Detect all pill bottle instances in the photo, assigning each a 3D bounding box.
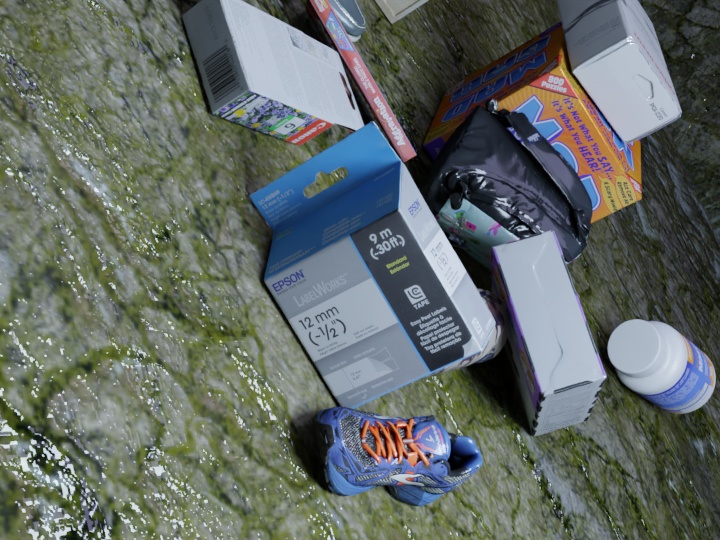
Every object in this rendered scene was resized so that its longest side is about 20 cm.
[{"bbox_3d":[0.453,0.142,1.558,0.200,0.112,0.113,30,42,-48],"label":"pill bottle"}]

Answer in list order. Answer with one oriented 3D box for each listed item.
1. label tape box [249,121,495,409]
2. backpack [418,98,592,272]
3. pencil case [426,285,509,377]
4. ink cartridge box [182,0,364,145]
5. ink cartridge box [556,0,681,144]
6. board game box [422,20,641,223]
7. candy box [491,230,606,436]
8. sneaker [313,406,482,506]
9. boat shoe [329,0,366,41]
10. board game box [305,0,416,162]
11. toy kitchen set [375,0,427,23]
[{"bbox_3d":[0.000,0.000,0.857,0.201,0.143,0.066,58,27,-10],"label":"label tape box"},{"bbox_3d":[0.175,-0.078,1.216,0.200,0.127,0.167,37,61,-8],"label":"backpack"},{"bbox_3d":[0.078,0.056,1.017,0.200,0.077,0.090,-2,82,-60],"label":"pencil case"},{"bbox_3d":[-0.077,-0.183,0.990,0.200,0.050,0.109,12,55,-58],"label":"ink cartridge box"},{"bbox_3d":[0.321,-0.281,1.293,0.146,0.085,0.201,42,31,-35],"label":"ink cartridge box"},{"bbox_3d":[0.231,-0.170,1.348,0.200,0.199,0.200,53,29,-17],"label":"board game box"},{"bbox_3d":[0.201,0.075,1.131,0.200,0.071,0.169,72,2,-68],"label":"candy box"},{"bbox_3d":[0.033,0.146,0.857,0.200,0.078,0.076,22,47,-52],"label":"sneaker"},{"bbox_3d":[-0.043,-0.363,1.192,0.201,0.062,0.073,59,27,-7],"label":"boat shoe"},{"bbox_3d":[-0.001,-0.209,1.127,0.201,0.019,0.103,60,-2,-7],"label":"board game box"},{"bbox_3d":[0.060,-0.481,1.365,0.200,0.163,0.181,50,30,-24],"label":"toy kitchen set"}]
